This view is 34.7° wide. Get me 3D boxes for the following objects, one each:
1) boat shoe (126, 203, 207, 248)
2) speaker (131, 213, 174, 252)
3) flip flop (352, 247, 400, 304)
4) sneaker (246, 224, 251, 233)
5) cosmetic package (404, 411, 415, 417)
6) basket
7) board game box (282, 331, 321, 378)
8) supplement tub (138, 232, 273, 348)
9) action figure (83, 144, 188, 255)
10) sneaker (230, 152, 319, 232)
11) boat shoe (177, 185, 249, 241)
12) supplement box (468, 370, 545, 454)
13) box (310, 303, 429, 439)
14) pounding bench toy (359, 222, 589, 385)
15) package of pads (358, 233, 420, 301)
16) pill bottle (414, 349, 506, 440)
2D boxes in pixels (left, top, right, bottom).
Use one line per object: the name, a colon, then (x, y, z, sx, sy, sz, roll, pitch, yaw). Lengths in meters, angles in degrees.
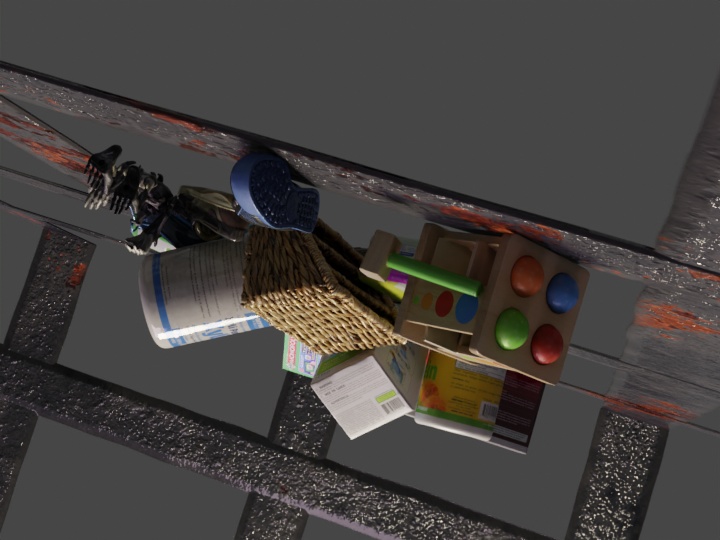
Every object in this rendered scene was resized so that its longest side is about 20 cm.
boat shoe: (-0.290, -0.069, 1.650, 0.199, 0.069, 0.084, 36, -166, 13)
speaker: (-0.251, -0.046, 1.779, 0.197, 0.090, 0.088, 25, 176, 12)
flip flop: (0.000, 0.000, 1.595, 0.196, 0.082, 0.058, 11, 155, 14)
sneaker: (-0.135, -0.035, 1.665, 0.197, 0.075, 0.082, 16, 179, 21)
cosmetic package: (0.147, 0.145, 1.823, 0.122, 0.204, 0.198, 19, 175, -37)
basket: (-0.035, 0.006, 1.460, 0.147, 0.145, 0.199, -10, 151, 31)
board game box: (-0.051, 0.095, 1.775, 0.132, 0.029, 0.202, 18, 134, 10)
supplement tub: (-0.194, 0.024, 1.582, 0.196, 0.134, 0.132, -12, 172, 2)
action figure: (-0.299, -0.092, 1.499, 0.118, 0.103, 0.200, 38, 177, 12)
sneaker: (-0.107, -0.079, 1.207, 0.077, 0.071, 0.200, 9, 173, 17)
boat shoe: (-0.204, -0.074, 1.556, 0.071, 0.067, 0.200, 18, 176, -31)
supplement box: (0.219, 0.158, 1.712, 0.108, 0.203, 0.061, 21, 173, -31)
box: (0.021, 0.120, 1.609, 0.111, 0.201, 0.102, -28, 110, 26)
pounding bench toy: (0.114, 0.023, 1.184, 0.198, 0.126, 0.155, 23, 172, -35)
package of pads: (0.112, 0.020, 1.437, 0.198, 0.069, 0.153, 24, 171, -40)
pill bottle: (0.148, 0.122, 1.585, 0.109, 0.204, 0.111, 14, 173, 2)
